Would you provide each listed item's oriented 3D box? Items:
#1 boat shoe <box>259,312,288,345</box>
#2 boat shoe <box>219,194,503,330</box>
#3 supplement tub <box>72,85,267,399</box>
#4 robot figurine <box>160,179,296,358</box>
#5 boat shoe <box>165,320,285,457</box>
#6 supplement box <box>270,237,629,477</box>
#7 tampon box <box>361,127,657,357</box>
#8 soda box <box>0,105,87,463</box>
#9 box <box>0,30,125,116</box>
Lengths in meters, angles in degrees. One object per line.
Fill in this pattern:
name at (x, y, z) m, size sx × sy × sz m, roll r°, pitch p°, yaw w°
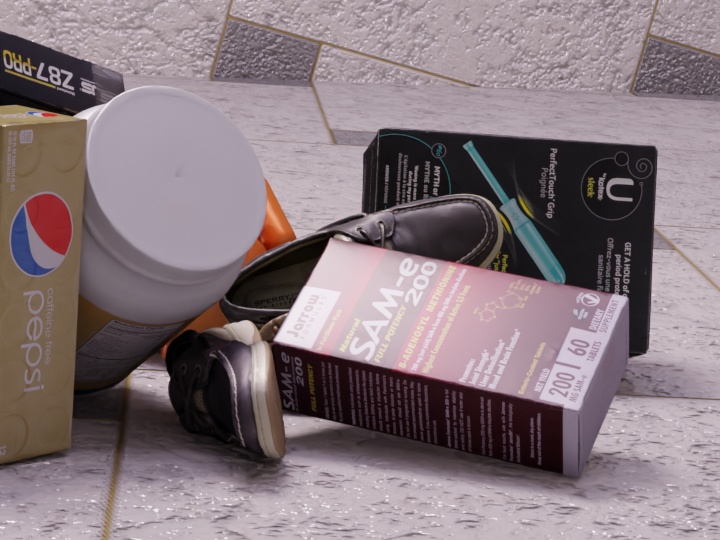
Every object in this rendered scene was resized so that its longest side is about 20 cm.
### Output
boat shoe at (0.020, 0.058, 1.684) m, size 0.199 × 0.072 × 0.068 m, roll -4°, pitch -9°, yaw -18°
boat shoe at (-0.001, -0.001, 1.708) m, size 0.200 × 0.072 × 0.066 m, roll -19°, pitch -12°, yaw 6°
supplement tub at (-0.158, -0.017, 1.579) m, size 0.144 × 0.145 × 0.200 m, roll -3°, pitch -22°, yaw -35°
robot figurine at (-0.134, -0.027, 1.811) m, size 0.144 × 0.117 × 0.200 m, roll 20°, pitch 39°, yaw -49°
boat shoe at (-0.085, 0.074, 1.543) m, size 0.065 × 0.072 × 0.200 m, roll -8°, pitch 12°, yaw -7°
supplement box at (0.056, 0.051, 1.564) m, size 0.199 × 0.061 × 0.109 m, roll 11°, pitch 44°, yaw 18°
tampon box at (0.102, -0.017, 1.813) m, size 0.199 × 0.151 × 0.126 m, roll 4°, pitch -4°, yaw -4°
soda box at (-0.208, 0.008, 1.471) m, size 0.064 × 0.201 × 0.068 m, roll 12°, pitch 13°, yaw 39°
box at (-0.273, -0.089, 1.614) m, size 0.200 × 0.049 × 0.161 m, roll -26°, pitch -27°, yaw 34°
